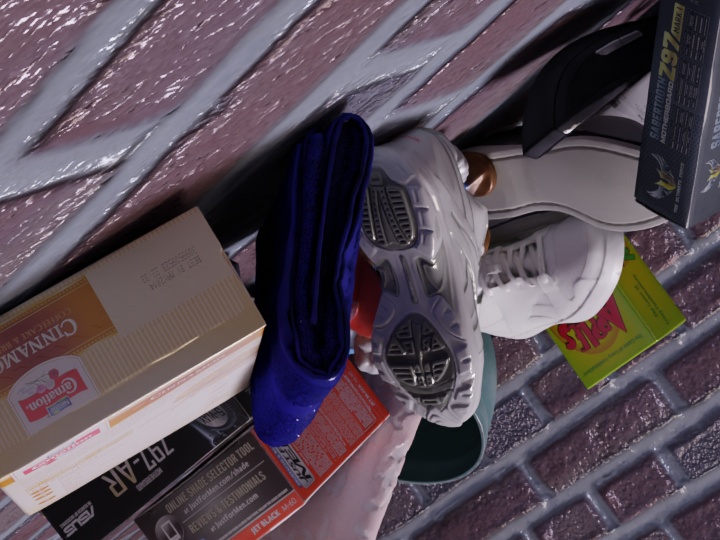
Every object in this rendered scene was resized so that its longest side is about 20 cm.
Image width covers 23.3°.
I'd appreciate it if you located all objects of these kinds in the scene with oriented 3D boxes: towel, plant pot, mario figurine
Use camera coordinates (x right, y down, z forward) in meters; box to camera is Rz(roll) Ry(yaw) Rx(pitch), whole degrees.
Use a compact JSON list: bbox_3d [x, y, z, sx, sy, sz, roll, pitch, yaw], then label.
[{"bbox_3d":[-0.040,0.134,1.337,0.190,0.032,0.201,8,-108,45],"label":"towel"},{"bbox_3d":[0.034,0.070,1.505,0.200,0.200,0.135,-44,-164,52],"label":"plant pot"},{"bbox_3d":[-0.036,0.012,0.985,0.049,0.149,0.200,10,162,-6],"label":"towel"},{"bbox_3d":[0.037,-0.007,1.194,0.106,0.124,0.200,-19,-170,43],"label":"mario figurine"}]

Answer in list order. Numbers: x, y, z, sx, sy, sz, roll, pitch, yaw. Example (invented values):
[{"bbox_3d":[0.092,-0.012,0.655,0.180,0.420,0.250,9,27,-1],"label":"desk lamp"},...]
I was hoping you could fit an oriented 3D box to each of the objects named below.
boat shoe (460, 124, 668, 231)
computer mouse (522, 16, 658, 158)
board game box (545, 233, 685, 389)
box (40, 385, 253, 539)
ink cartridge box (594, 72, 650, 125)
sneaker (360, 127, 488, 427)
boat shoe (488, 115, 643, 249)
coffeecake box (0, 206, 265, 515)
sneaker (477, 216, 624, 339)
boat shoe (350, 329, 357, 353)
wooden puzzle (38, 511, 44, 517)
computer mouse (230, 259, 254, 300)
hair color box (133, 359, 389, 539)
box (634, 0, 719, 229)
[{"bbox_3d":[0.153,-0.071,1.250,0.199,0.074,0.060,-1,-151,40],"label":"boat shoe"},{"bbox_3d":[0.163,-0.138,1.181,0.200,0.046,0.140,-38,179,-21],"label":"computer mouse"},{"bbox_3d":[0.179,-0.009,1.503,0.047,0.201,0.102,-28,171,-41],"label":"board game box"},{"bbox_3d":[-0.114,0.107,1.205,0.160,0.044,0.200,-39,178,17],"label":"box"},{"bbox_3d":[0.232,-0.134,1.354,0.200,0.067,0.116,-41,-171,42],"label":"ink cartridge box"},{"bbox_3d":[0.054,0.001,1.110,0.077,0.201,0.099,7,-151,33],"label":"sneaker"},{"bbox_3d":[0.152,-0.059,1.343,0.199,0.071,0.070,-20,141,35],"label":"boat shoe"},{"bbox_3d":[-0.137,0.055,0.940,0.153,0.073,0.200,-30,172,-12],"label":"coffeecake box"},{"bbox_3d":[0.108,0.006,1.316,0.115,0.074,0.200,4,158,-22],"label":"sneaker"},{"bbox_3d":[0.000,0.000,1.305,0.069,0.084,0.200,-45,-173,17],"label":"boat shoe"},{"bbox_3d":[-0.157,0.098,1.340,0.200,0.037,0.185,-36,174,-34],"label":"wooden puzzle"},{"bbox_3d":[-0.106,0.047,1.160,0.140,0.046,0.200,-27,170,-42],"label":"computer mouse"},{"bbox_3d":[-0.062,0.133,1.198,0.111,0.064,0.200,-38,178,21],"label":"hair color box"},{"bbox_3d":[0.252,-0.144,1.115,0.157,0.051,0.201,-28,134,-34],"label":"box"}]
